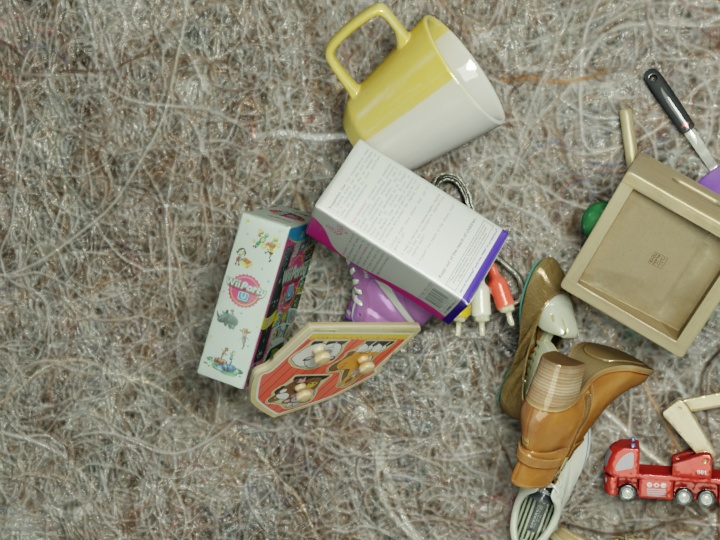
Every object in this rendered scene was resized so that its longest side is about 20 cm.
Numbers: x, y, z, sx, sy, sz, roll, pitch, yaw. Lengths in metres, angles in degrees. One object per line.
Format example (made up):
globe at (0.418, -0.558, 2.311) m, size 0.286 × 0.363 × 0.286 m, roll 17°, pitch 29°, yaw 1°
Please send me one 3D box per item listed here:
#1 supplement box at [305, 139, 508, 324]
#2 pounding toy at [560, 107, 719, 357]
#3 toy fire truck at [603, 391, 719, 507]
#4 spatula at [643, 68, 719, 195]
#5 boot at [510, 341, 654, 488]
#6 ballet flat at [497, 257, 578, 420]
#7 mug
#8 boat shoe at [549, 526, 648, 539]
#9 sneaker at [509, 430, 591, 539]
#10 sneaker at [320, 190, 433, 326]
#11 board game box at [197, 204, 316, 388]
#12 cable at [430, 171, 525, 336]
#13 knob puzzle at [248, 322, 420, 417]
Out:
supplement box at (0.050, -0.042, 1.316) m, size 0.200 × 0.101 × 0.103 m, roll 31°, pitch 72°, yaw 0°
pounding toy at (0.330, -0.048, 1.318) m, size 0.200 × 0.142 × 0.184 m, roll 31°, pitch 116°, yaw 9°
toy fire truck at (0.388, 0.201, 1.365) m, size 0.199 × 0.049 × 0.141 m, roll 2°, pitch 97°, yaw 12°
spatula at (0.386, -0.148, 1.338) m, size 0.056 × 0.021 × 0.200 m, roll -33°, pitch 88°, yaw 15°
boot at (0.252, 0.169, 1.332) m, size 0.077 × 0.200 × 0.156 m, roll 25°, pitch 109°, yaw 37°
ballet flat at (0.217, 0.088, 1.370) m, size 0.072 × 0.068 × 0.200 m, roll 29°, pitch 107°, yaw 52°
mug at (0.053, -0.204, 1.348) m, size 0.153 × 0.149 × 0.187 m, roll -35°, pitch 83°, yaw 22°
boat shoe at (0.319, 0.344, 1.384) m, size 0.200 × 0.071 × 0.065 m, roll 27°, pitch 90°, yaw -9°
sneaker at (0.229, 0.247, 1.392) m, size 0.073 × 0.071 × 0.201 m, roll 13°, pitch 99°, yaw 10°
sneaker at (0.000, 0.000, 1.412) m, size 0.114 × 0.073 × 0.201 m, roll -43°, pitch 87°, yaw 16°
board game box at (-0.118, 0.027, 1.400) m, size 0.064 × 0.148 × 0.200 m, roll 18°, pitch 100°, yaw 11°
cable at (0.141, -0.024, 1.388) m, size 0.097 × 0.050 × 0.201 m, roll -11°, pitch 93°, yaw 0°
knob puzzle at (-0.046, 0.128, 1.382) m, size 0.219 × 0.220 × 0.031 m, roll -31°, pitch 64°, yaw 13°
